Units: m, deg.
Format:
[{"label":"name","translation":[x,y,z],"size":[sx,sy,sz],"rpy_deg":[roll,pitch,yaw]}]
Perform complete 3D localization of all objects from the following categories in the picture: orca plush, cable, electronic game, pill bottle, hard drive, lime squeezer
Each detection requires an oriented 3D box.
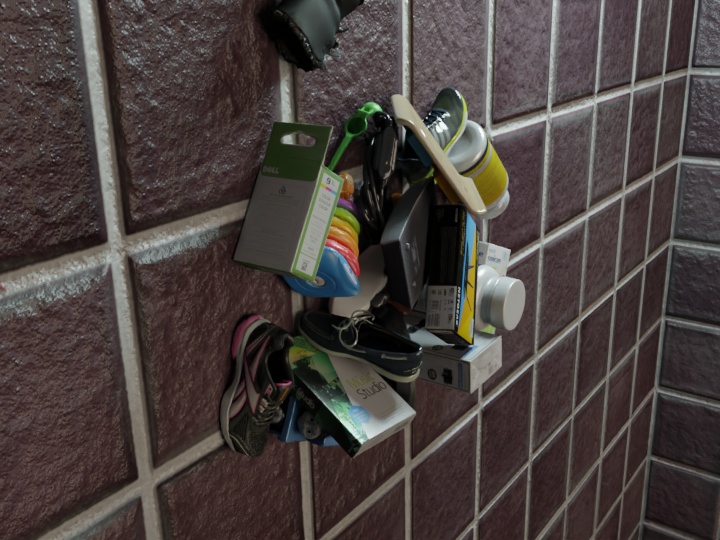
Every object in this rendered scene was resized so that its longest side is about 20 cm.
[{"label":"orca plush","translation":[0.000,0.000,1.298],"size":[0.105,0.071,0.201],"rpy_deg":[19,76,-11]},{"label":"cable","translation":[0.025,-0.139,1.228],"size":[0.163,0.050,0.201],"rpy_deg":[-152,-112,-89]},{"label":"electronic game","translation":[0.046,0.152,1.292],"size":[0.041,0.200,0.201],"rpy_deg":[-5,107,-18]},{"label":"pill bottle","translation":[0.208,-0.178,1.480],"size":[0.200,0.112,0.113],"rpy_deg":[46,62,-51]},{"label":"hard drive","translation":[0.081,-0.048,1.236],"size":[0.200,0.042,0.136],"rpy_deg":[-60,145,-51]},{"label":"lime squeezer","translation":[0.000,-0.219,1.243],"size":[0.200,0.038,0.071],"rpy_deg":[-45,165,-40]},{"label":"pill bottle","translation":[0.187,0.043,1.437],"size":[0.119,0.199,0.120],"rpy_deg":[-23,119,-51]}]

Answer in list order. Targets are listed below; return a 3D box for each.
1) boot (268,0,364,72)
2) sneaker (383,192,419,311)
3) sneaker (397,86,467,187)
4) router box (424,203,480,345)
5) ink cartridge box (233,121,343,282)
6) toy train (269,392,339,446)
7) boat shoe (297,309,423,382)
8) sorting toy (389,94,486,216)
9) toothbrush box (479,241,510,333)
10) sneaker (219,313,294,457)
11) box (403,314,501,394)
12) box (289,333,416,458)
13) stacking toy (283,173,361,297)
[{"label":"boot","translation":[-0.069,-0.378,1.057],"size":[0.163,0.073,0.199],"rpy_deg":[-58,142,-22]},{"label":"sneaker","translation":[0.068,-0.037,1.372],"size":[0.092,0.075,0.201],"rpy_deg":[-51,139,-68]},{"label":"sneaker","translation":[0.123,-0.237,1.379],"size":[0.081,0.074,0.201],"rpy_deg":[42,63,-47]},{"label":"router box","translation":[0.152,0.010,1.291],"size":[0.149,0.051,0.201],"rpy_deg":[35,58,-66]},{"label":"ink cartridge box","translation":[-0.090,-0.093,1.077],"size":[0.059,0.103,0.201],"rpy_deg":[24,79,-56]},{"label":"toy train","translation":[-0.053,0.223,1.217],"size":[0.200,0.114,0.087],"rpy_deg":[15,87,-57]},{"label":"boat shoe","translation":[-0.001,0.099,1.178],"size":[0.075,0.199,0.062],"rpy_deg":[-45,153,-44]},{"label":"sorting toy","translation":[0.114,-0.180,1.255],"size":[0.200,0.036,0.185],"rpy_deg":[47,15,-18]},{"label":"toothbrush box","translation":[0.220,0.044,1.578],"size":[0.145,0.086,0.201],"rpy_deg":[10,90,-63]},{"label":"sneaker","translation":[-0.136,0.167,1.104],"size":[0.080,0.086,0.201],"rpy_deg":[-12,110,-52]},{"label":"box","translation":[0.131,0.141,1.387],"size":[0.116,0.199,0.060],"rpy_deg":[-28,121,-47]},{"label":"box","translation":[-0.030,0.170,1.171],"size":[0.144,0.200,0.036],"rpy_deg":[-15,141,-54]},{"label":"stacking toy","translation":[-0.039,-0.065,1.184],"size":[0.116,0.109,0.201],"rpy_deg":[59,38,-47]}]
